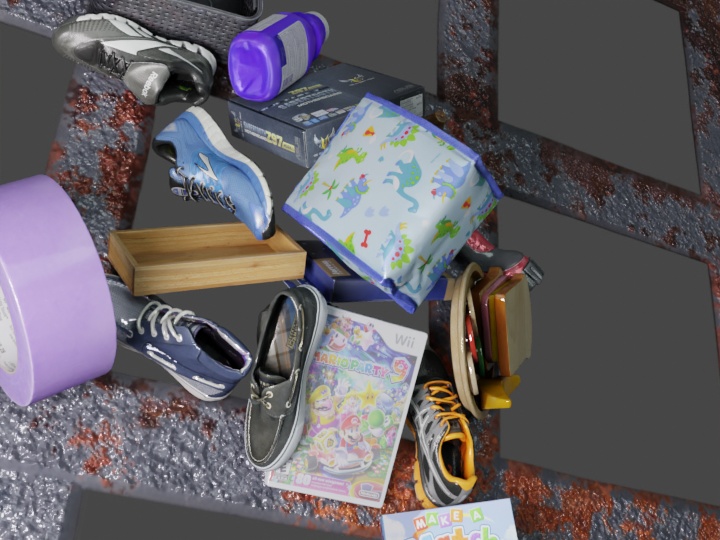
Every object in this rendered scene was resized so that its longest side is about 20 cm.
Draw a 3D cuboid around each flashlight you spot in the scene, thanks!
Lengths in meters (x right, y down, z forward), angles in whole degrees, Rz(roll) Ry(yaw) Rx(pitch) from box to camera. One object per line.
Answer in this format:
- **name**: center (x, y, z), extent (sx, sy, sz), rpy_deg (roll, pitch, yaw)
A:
- **flashlight**: center (0.152, -0.043, 1.280), extent (0.200, 0.068, 0.068), rpy_deg (46, 56, -3)

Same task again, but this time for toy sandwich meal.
- **toy sandwich meal**: center (0.161, 0.082, 1.173), extent (0.069, 0.206, 0.209), rpy_deg (-4, 60, 18)

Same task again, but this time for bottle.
- **bottle**: center (-0.096, -0.277, 1.214), extent (0.064, 0.085, 0.200), rpy_deg (8, 30, 18)

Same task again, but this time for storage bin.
- **storage bin**: center (-0.226, -0.354, 1.201), extent (0.197, 0.094, 0.138), rpy_deg (10, 61, -24)

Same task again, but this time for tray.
- **tray**: center (-0.169, -0.016, 1.080), extent (0.197, 0.038, 0.099), rpy_deg (-7, 28, -30)

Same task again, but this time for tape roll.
- **tape roll**: center (-0.312, 0.018, 0.919), extent (0.084, 0.200, 0.203), rpy_deg (-20, 78, -34)

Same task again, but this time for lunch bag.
- **lunch bag**: center (0.026, -0.082, 1.062), extent (0.199, 0.127, 0.171), rpy_deg (37, 87, 30)

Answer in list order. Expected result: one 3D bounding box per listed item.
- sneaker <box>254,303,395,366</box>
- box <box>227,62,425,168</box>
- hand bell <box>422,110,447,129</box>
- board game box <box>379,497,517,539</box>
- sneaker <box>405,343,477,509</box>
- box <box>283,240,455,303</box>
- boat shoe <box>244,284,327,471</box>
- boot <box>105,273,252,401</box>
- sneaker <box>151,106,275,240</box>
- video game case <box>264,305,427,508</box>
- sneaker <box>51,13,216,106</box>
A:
- **sneaker**: center (-0.034, 0.070, 1.124), extent (0.197, 0.071, 0.100), rpy_deg (-4, 71, -28)
- **box**: center (-0.041, -0.197, 1.203), extent (0.198, 0.157, 0.052), rpy_deg (-25, 125, -34)
- **hand bell**: center (0.050, -0.133, 1.186), extent (0.102, 0.200, 0.106), rpy_deg (12, 62, -23)
- **board game box**: center (0.107, 0.360, 1.056), extent (0.148, 0.037, 0.204), rpy_deg (-6, 66, -6)
- **sneaker**: center (0.095, 0.178, 1.142), extent (0.077, 0.077, 0.204), rpy_deg (-3, 68, -27)
- **box**: center (0.000, 0.000, 1.155), extent (0.197, 0.033, 0.121), rpy_deg (-1, 24, -28)
- **boat shoe**: center (-0.089, 0.112, 1.016), extent (0.056, 0.068, 0.204), rpy_deg (6, 100, -60)
- **boot**: center (-0.203, 0.057, 1.027), extent (0.198, 0.090, 0.073), rpy_deg (34, 56, -10)
- **sneaker**: center (-0.170, -0.099, 1.120), extent (0.089, 0.079, 0.200), rpy_deg (-34, 62, -22)
- **video game case**: center (-0.014, 0.150, 1.074), extent (0.141, 0.018, 0.204), rpy_deg (16, 89, -21)
- **sneaker**: center (-0.259, -0.240, 1.138), extent (0.197, 0.067, 0.091), rpy_deg (12, 40, -25)
